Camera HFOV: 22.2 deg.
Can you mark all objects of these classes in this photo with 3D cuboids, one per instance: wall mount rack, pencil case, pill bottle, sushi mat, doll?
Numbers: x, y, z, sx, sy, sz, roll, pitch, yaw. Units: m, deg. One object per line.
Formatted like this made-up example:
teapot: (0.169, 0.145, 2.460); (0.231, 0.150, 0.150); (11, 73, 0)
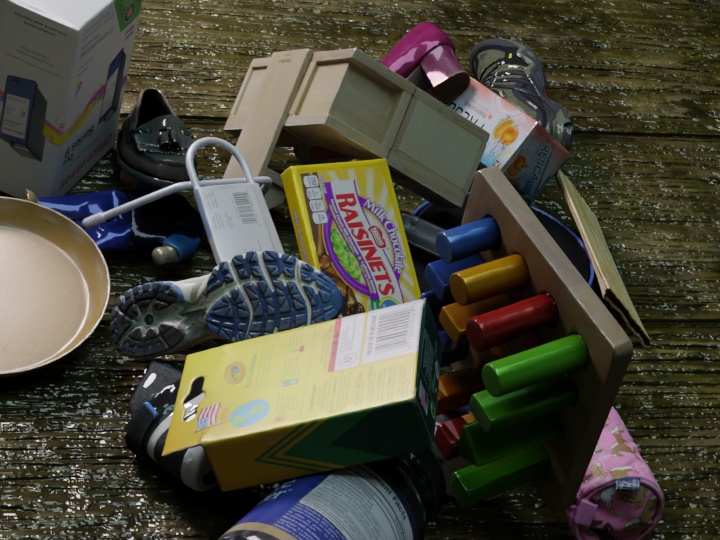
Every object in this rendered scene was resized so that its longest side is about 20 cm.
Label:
wall mount rack: (-0.139, -0.012, 1.608); (0.172, 0.075, 0.202); (-6, 65, -34)
pencil case: (0.184, 0.141, 1.544); (0.082, 0.087, 0.201); (-22, 40, 1)
pill bottle: (-0.021, 0.198, 1.358); (0.111, 0.113, 0.200); (29, 37, 19)
sushi mat: (0.233, -0.015, 1.785); (0.096, 0.012, 0.201); (48, 17, -36)
doll: (-0.207, -0.047, 1.683); (0.198, 0.049, 0.137); (1, 38, -19)

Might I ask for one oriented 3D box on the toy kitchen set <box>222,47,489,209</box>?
toy kitchen set: (-0.024, -0.099, 1.781); (0.180, 0.165, 0.199); (28, -12, -30)

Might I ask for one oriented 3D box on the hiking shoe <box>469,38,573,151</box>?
hiking shoe: (0.152, -0.189, 1.990); (0.100, 0.076, 0.201); (-1, 39, -27)

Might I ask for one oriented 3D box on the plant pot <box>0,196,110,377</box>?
plant pot: (-0.311, 0.018, 1.547); (0.198, 0.028, 0.201); (7, 46, -7)

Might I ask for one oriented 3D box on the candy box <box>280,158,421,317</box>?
candy box: (0.000, 0.000, 1.628); (0.101, 0.026, 0.202); (-6, 73, -30)

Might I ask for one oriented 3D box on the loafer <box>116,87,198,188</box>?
loafer: (-0.193, -0.126, 1.729); (0.071, 0.064, 0.200); (9, 13, -19)

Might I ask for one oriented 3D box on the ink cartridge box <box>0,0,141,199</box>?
ink cartridge box: (-0.279, -0.181, 1.709); (0.087, 0.201, 0.146); (24, 35, 8)

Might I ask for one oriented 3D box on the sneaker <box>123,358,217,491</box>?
sneaker: (-0.113, 0.094, 1.501); (0.111, 0.074, 0.200); (28, 35, 23)

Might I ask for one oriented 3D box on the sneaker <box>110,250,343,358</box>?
sneaker: (-0.101, 0.030, 1.503); (0.198, 0.078, 0.085); (-6, -8, 22)

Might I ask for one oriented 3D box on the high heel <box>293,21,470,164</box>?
high heel: (0.010, -0.181, 1.888); (0.198, 0.068, 0.096); (-25, 50, -7)

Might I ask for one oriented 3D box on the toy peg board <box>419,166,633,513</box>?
toy peg board: (0.095, 0.065, 1.421); (0.097, 0.201, 0.200); (-16, 53, -26)

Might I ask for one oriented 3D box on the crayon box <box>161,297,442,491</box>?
crayon box: (-0.041, 0.095, 1.374); (0.198, 0.051, 0.127); (-12, 32, 15)

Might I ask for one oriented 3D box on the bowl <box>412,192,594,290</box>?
bowl: (0.132, -0.007, 1.763); (0.198, 0.040, 0.201); (11, 35, -7)

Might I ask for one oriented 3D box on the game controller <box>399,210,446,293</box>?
game controller: (0.086, 0.023, 1.666); (0.199, 0.105, 0.042); (26, -3, 18)

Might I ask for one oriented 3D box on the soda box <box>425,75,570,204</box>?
soda box: (0.124, -0.146, 1.876); (0.063, 0.069, 0.200); (38, 3, -39)

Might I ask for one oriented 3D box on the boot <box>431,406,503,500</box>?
boot: (0.030, 0.127, 1.522); (0.198, 0.073, 0.091); (19, 29, -11)
